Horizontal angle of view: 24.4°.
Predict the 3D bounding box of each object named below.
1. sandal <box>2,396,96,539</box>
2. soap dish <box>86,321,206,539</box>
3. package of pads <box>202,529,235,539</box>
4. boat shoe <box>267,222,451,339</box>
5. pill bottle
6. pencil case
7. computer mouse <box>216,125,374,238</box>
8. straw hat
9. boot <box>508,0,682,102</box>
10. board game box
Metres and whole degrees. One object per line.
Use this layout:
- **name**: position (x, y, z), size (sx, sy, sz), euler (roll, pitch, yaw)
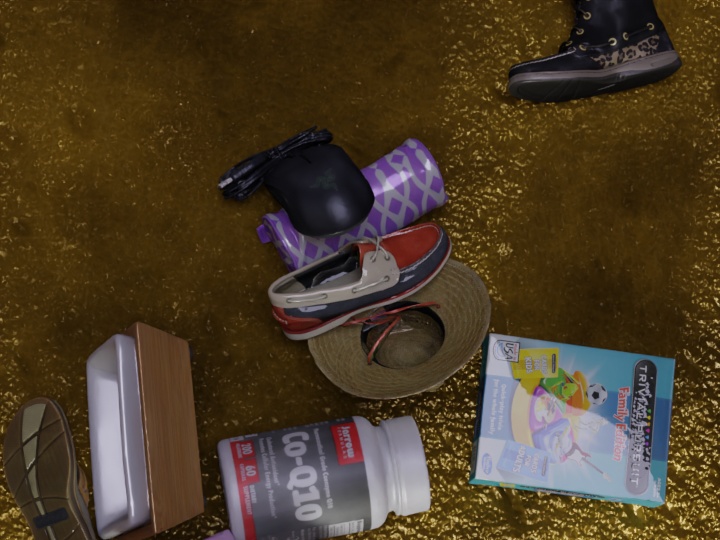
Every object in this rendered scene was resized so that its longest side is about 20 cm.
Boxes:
- **sandal**: position (-0.299, 0.224, 1.660), size (0.080, 0.054, 0.202), euler (-16, 95, 19)
- **soap dish**: position (-0.212, 0.163, 1.636), size (0.080, 0.157, 0.202), euler (-2, 77, -22)
- **package of pads**: position (-0.181, 0.332, 1.548), size (0.199, 0.076, 0.121), euler (-16, 69, -41)
- **boat shoe**: position (0.000, 0.000, 1.692), size (0.199, 0.063, 0.071), euler (-26, 42, -5)
- **pill bottle**: position (-0.037, 0.208, 1.656), size (0.198, 0.114, 0.115), euler (-10, 78, -7)
- **pencil case**: position (-0.005, -0.067, 1.741), size (0.199, 0.084, 0.086), euler (-28, 43, -13)
- **computer mouse**: position (-0.058, -0.095, 1.691), size (0.138, 0.200, 0.053), euler (-31, 124, -14)
- **straw hat**: position (0.048, 0.078, 1.704), size (0.199, 0.085, 0.202), euler (-11, 45, 11)
- **boot**: position (0.241, -0.269, 1.811), size (0.198, 0.073, 0.152), euler (-10, 79, -11)
- **board game box**: position (0.219, 0.155, 1.726), size (0.198, 0.047, 0.153), euler (7, 77, -3)
